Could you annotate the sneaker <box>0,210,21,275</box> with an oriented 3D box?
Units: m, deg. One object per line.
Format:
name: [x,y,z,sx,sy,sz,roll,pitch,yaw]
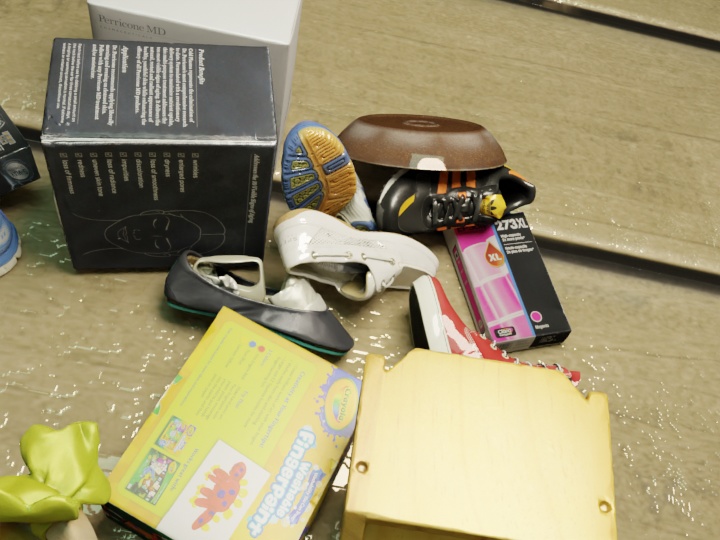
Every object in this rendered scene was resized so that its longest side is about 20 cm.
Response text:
sneaker: [-0.420,-0.009,0.731,0.199,0.090,0.079,-35,70,-28]

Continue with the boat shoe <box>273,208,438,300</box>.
boat shoe: [0.000,0.000,0.799,0.198,0.071,0.070,13,54,-33]

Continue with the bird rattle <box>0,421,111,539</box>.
bird rattle: [-0.238,0.222,0.608,0.161,0.203,0.113,-12,16,23]

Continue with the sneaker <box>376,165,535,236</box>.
sneaker: [0.107,-0.078,0.847,0.198,0.071,0.089,-20,31,-38]

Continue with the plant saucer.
plant saucer: [0.066,-0.147,0.877,0.197,0.037,0.201,3,19,-1]

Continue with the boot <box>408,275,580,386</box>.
boot: [0.135,0.086,0.786,0.142,0.073,0.203,-17,70,-8]

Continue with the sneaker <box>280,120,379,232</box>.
sneaker: [-0.039,-0.090,0.807,0.074,0.201,0.089,-20,55,3]

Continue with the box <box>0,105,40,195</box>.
box: [-0.446,-0.135,0.807,0.159,0.044,0.200,-30,57,-26]

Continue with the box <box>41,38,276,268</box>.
box: [-0.187,-0.105,0.763,0.193,0.201,0.126,0,58,-12]

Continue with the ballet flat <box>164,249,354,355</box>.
ballet flat: [-0.094,0.026,0.777,0.197,0.073,0.074,17,56,-4]

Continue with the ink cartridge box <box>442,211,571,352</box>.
ink cartridge box: [0.155,-0.007,0.883,0.093,0.037,0.202,-8,59,-15]

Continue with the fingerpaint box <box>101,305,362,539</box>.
fingerpaint box: [-0.103,0.161,0.701,0.165,0.074,0.201,26,58,6]

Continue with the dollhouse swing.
dollhouse swing: [0.085,0.196,0.653,0.196,0.177,0.184,8,55,1]

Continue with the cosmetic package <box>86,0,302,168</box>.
cosmetic package: [-0.171,-0.231,0.853,0.196,0.201,0.125,10,57,-4]
